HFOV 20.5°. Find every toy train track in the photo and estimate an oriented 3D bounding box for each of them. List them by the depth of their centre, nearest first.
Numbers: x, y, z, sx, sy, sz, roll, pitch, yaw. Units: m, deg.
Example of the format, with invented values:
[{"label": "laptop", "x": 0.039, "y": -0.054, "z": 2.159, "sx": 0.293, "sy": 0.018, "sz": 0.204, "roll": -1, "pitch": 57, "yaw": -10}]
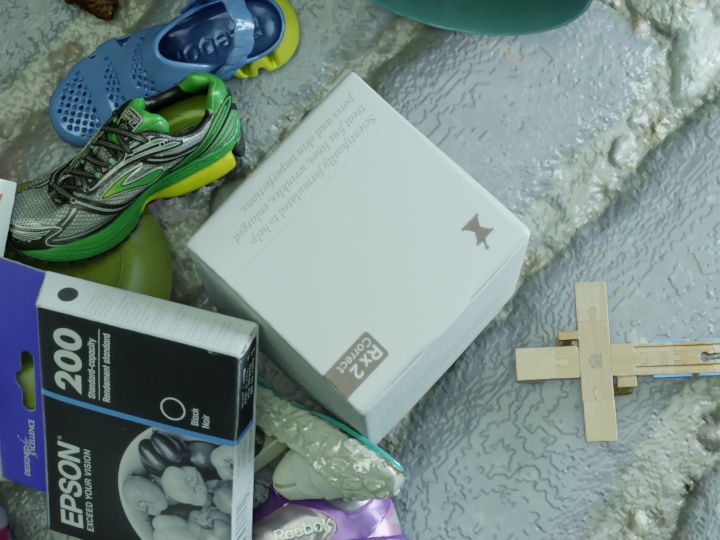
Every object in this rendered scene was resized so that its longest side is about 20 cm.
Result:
[{"label": "toy train track", "x": 0.209, "y": 0.067, "z": 1.434, "sx": 0.198, "sy": 0.033, "sz": 0.116, "roll": -2, "pitch": 76, "yaw": 0}]

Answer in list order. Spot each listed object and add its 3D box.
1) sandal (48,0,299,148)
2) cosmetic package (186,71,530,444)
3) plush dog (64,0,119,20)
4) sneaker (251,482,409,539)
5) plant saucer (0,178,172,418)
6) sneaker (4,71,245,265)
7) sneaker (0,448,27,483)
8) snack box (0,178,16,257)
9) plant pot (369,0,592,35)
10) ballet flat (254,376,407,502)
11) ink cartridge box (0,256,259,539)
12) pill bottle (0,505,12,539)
[{"label": "sandal", "x": -0.143, "y": -0.155, "z": 1.466, "sx": 0.199, "sy": 0.087, "sz": 0.080, "roll": -30, "pitch": 83, "yaw": 3}, {"label": "cosmetic package", "x": 0.000, "y": 0.000, "z": 1.366, "sx": 0.165, "sy": 0.200, "sz": 0.165, "roll": 42, "pitch": 81, "yaw": 9}, {"label": "plush dog", "x": -0.191, "y": -0.284, "z": 1.468, "sx": 0.171, "sy": 0.160, "sz": 0.202, "roll": -23, "pitch": 81, "yaw": 26}, {"label": "sneaker", "x": -0.059, "y": 0.191, "z": 1.425, "sx": 0.198, "sy": 0.081, "sz": 0.089, "roll": -9, "pitch": 76, "yaw": 0}, {"label": "plant saucer", "x": -0.235, "y": 0.010, "z": 1.442, "sx": 0.198, "sy": 0.031, "sz": 0.202, "roll": -6, "pitch": 59, "yaw": 10}, {"label": "sneaker", "x": -0.175, "y": -0.079, "z": 1.415, "sx": 0.199, "sy": 0.086, "sz": 0.078, "roll": -35, "pitch": 58, "yaw": -19}, {"label": "sneaker", "x": -0.215, "y": 0.110, "z": 1.459, "sx": 0.198, "sy": 0.075, "sz": 0.088, "roll": -19, "pitch": 98, "yaw": 6}, {"label": "snack box", "x": -0.320, "y": -0.008, "z": 1.427, "sx": 0.199, "sy": 0.037, "sz": 0.118, "roll": 2, "pitch": 80, "yaw": 50}, {"label": "plant pot", "x": 0.082, "y": -0.284, "z": 1.410, "sx": 0.198, "sy": 0.201, "sz": 0.163, "roll": 11, "pitch": 71, "yaw": 7}, {"label": "ballet flat", "x": -0.052, "y": 0.124, "z": 1.404, "sx": 0.199, "sy": 0.072, "sz": 0.072, "roll": 29, "pitch": 87, "yaw": 38}, {"label": "ink cartridge box", "x": -0.167, "y": 0.102, "z": 1.343, "sx": 0.198, "sy": 0.043, "sz": 0.200, "roll": 14, "pitch": 126, "yaw": 15}, {"label": "pill bottle", "x": -0.289, "y": 0.273, "z": 1.406, "sx": 0.112, "sy": 0.113, "sz": 0.202, "roll": -8, "pitch": 95, "yaw": 5}]
